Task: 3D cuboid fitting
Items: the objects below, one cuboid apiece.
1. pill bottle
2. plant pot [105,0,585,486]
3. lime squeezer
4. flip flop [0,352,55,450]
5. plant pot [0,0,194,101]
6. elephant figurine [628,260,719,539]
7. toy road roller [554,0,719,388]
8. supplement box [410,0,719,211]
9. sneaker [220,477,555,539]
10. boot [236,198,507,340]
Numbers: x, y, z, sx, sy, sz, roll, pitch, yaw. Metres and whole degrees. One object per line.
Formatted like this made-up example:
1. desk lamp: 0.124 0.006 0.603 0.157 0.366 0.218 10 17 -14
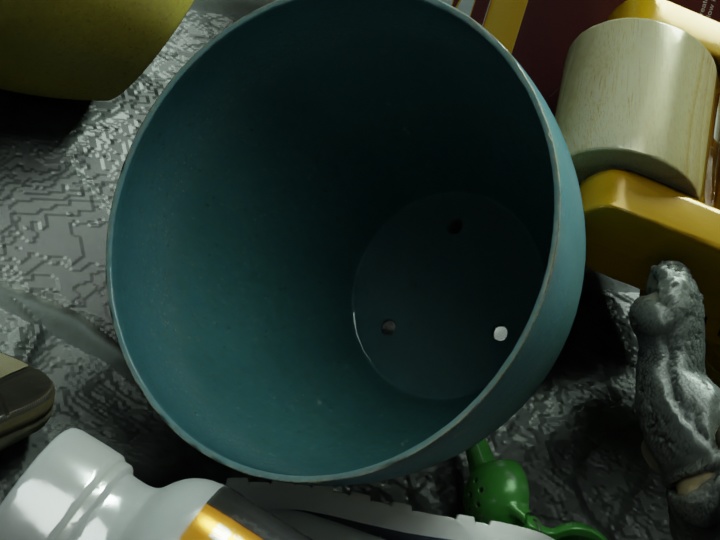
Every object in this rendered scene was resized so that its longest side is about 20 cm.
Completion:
1. pill bottle: -0.048 0.150 0.760 0.199 0.117 0.116 31 40 5
2. plant pot: 0.012 -0.002 0.862 0.200 0.200 0.135 44 8 28
3. lime squeezer: 0.089 0.119 0.937 0.200 0.038 0.071 39 12 24
4. flip flop: -0.207 0.079 0.850 0.081 0.058 0.200 32 26 23
5. plant pot: -0.161 -0.169 1.067 0.142 0.200 0.201 36 36 -18
6. elephant figurine: 0.170 0.122 0.854 0.141 0.156 0.201 7 55 19
7. toy road roller: 0.164 -0.018 0.955 0.199 0.146 0.123 23 54 -12
8. supplement box: 0.100 -0.127 1.027 0.199 0.198 0.133 9 14 -36
9. sneaker: -0.009 0.140 0.841 0.199 0.077 0.081 8 60 -4
10. boot: 0.000 0.000 0.973 0.199 0.096 0.074 -1 29 -23
